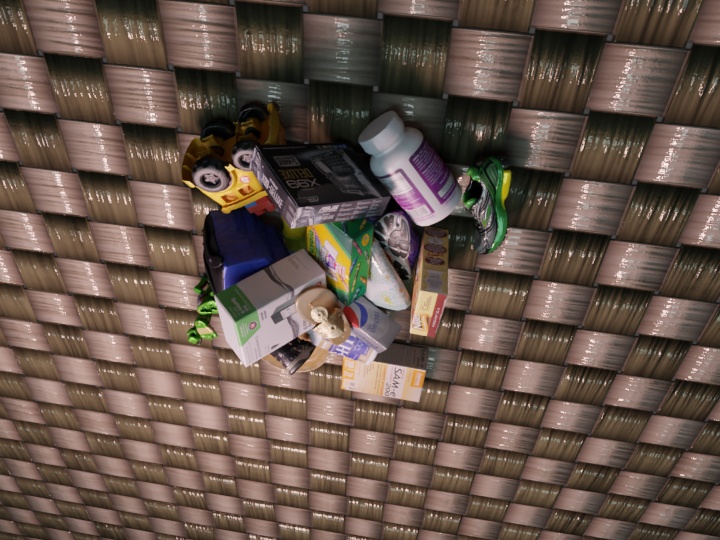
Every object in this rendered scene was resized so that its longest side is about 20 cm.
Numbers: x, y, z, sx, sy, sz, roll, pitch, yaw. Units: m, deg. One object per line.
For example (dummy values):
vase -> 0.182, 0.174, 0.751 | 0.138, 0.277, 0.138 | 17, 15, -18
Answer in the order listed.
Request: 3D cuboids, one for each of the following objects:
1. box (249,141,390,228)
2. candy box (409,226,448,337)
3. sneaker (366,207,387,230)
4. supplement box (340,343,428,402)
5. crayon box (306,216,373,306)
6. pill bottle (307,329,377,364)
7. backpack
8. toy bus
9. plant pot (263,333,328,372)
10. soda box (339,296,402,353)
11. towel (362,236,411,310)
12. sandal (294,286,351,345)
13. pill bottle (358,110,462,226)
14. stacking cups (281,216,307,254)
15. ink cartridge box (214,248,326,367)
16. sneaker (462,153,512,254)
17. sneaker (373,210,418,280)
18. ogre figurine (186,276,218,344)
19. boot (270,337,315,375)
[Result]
box -> -0.070, -0.154, 1.062 | 0.199, 0.158, 0.050 | -11, 143, -37
candy box -> 0.137, 0.018, 1.207 | 0.055, 0.200, 0.116 | 11, 131, 1
sneaker -> -0.046, -0.142, 1.189 | 0.199, 0.081, 0.115 | 7, 132, 6
supplement box -> 0.057, 0.242, 1.493 | 0.199, 0.074, 0.126 | 8, 131, 4
crayon box -> -0.042, -0.038, 1.155 | 0.119, 0.058, 0.200 | 39, 148, 25
pill bottle -> -0.051, 0.126, 1.390 | 0.199, 0.120, 0.120 | 21, 130, -6
backpack -> -0.239, -0.026, 1.253 | 0.167, 0.200, 0.163 | -6, 133, -27
toy bus -> -0.205, -0.192, 1.159 | 0.199, 0.136, 0.192 | -20, 136, 22
plant pot -> -0.175, 0.176, 1.517 | 0.199, 0.028, 0.201 | 6, 130, 7
soda box -> -0.013, 0.091, 1.309 | 0.200, 0.064, 0.068 | 38, 160, -1
towel -> 0.000, 0.000, 1.263 | 0.200, 0.048, 0.171 | 9, 141, 50
sandal -> -0.052, 0.105, 1.193 | 0.078, 0.070, 0.212 | -42, 146, -7
pill bottle -> 0.088, -0.186, 1.106 | 0.112, 0.112, 0.200 | -26, 120, 29
stacking cups -> -0.136, -0.038, 1.307 | 0.060, 0.061, 0.201 | 8, 130, 5
ink cartridge box -> -0.164, 0.070, 1.173 | 0.084, 0.200, 0.146 | 44, 152, 33
sneaker -> 0.225, -0.119, 1.144 | 0.085, 0.078, 0.201 | -15, 124, -15
sneaker -> 0.077, -0.063, 1.214 | 0.080, 0.084, 0.200 | 21, 155, 17
ogre figurine -> -0.339, 0.070, 1.401 | 0.098, 0.120, 0.200 | 10, 132, -2
boot -> -0.181, 0.153, 1.394 | 0.154, 0.204, 0.073 | 44, 92, -2
